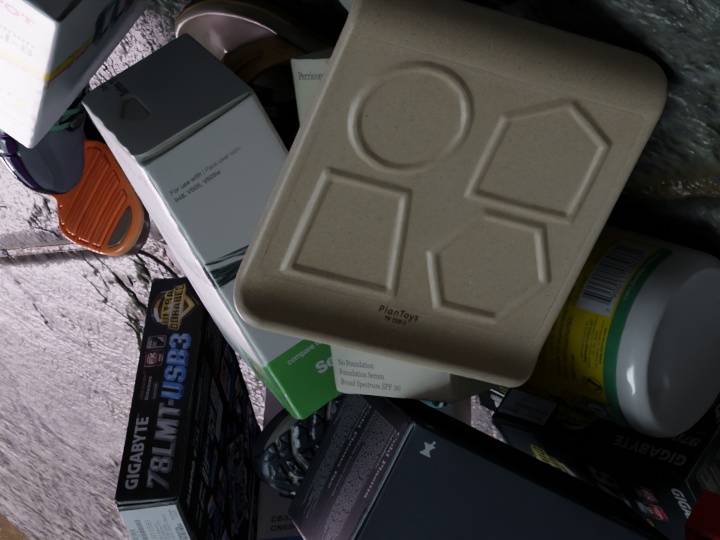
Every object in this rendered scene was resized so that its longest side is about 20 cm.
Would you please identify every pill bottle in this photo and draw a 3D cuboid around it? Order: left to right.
[{"bbox_3d":[0.117,0.021,1.437,0.199,0.113,0.113,18,152,37],"label":"pill bottle"}]

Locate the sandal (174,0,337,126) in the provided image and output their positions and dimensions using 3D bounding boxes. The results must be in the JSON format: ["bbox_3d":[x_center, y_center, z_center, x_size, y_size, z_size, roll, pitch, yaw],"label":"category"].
[{"bbox_3d":[-0.045,-0.116,1.476,0.199,0.054,0.080,26,156,32],"label":"sandal"}]

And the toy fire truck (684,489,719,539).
[{"bbox_3d":[0.263,0.163,1.464,0.049,0.141,0.200,18,152,30],"label":"toy fire truck"}]

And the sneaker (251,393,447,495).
[{"bbox_3d":[-0.005,0.085,1.638,0.086,0.200,0.078,23,135,44],"label":"sneaker"}]

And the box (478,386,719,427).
[{"bbox_3d":[0.159,0.073,1.566,0.199,0.049,0.160,25,158,26],"label":"box"}]

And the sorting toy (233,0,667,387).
[{"bbox_3d":[0.046,-0.045,1.272,0.184,0.201,0.037,14,-156,-22],"label":"sorting toy"}]

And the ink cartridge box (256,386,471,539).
[{"bbox_3d":[0.004,0.158,1.707,0.145,0.201,0.084,-6,145,9],"label":"ink cartridge box"}]

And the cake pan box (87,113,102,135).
[{"bbox_3d":[-0.096,-0.027,1.634,0.200,0.052,0.184,55,176,-26],"label":"cake pan box"}]

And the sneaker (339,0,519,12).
[{"bbox_3d":[-0.001,-0.203,1.233,0.200,0.075,0.106,39,154,-31],"label":"sneaker"}]

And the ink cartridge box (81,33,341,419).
[{"bbox_3d":[-0.074,-0.030,1.454,0.201,0.083,0.147,60,172,-28],"label":"ink cartridge box"}]

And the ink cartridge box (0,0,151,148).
[{"bbox_3d":[-0.203,-0.198,1.425,0.145,0.145,0.200,36,157,1],"label":"ink cartridge box"}]

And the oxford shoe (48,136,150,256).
[{"bbox_3d":[-0.184,-0.056,1.758,0.073,0.072,0.200,26,-169,-31],"label":"oxford shoe"}]

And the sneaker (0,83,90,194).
[{"bbox_3d":[-0.208,-0.134,1.616,0.087,0.074,0.201,10,130,31],"label":"sneaker"}]

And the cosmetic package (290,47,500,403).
[{"bbox_3d":[0.029,-0.031,1.372,0.105,0.071,0.201,1,104,47],"label":"cosmetic package"}]

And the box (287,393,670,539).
[{"bbox_3d":[0.075,0.159,1.410,0.199,0.105,0.182,26,-179,-11],"label":"box"}]

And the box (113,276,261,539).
[{"bbox_3d":[-0.109,0.141,1.624,0.049,0.201,0.199,-5,136,9],"label":"box"}]

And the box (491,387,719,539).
[{"bbox_3d":[0.191,0.156,1.562,0.158,0.046,0.200,16,151,40],"label":"box"}]
